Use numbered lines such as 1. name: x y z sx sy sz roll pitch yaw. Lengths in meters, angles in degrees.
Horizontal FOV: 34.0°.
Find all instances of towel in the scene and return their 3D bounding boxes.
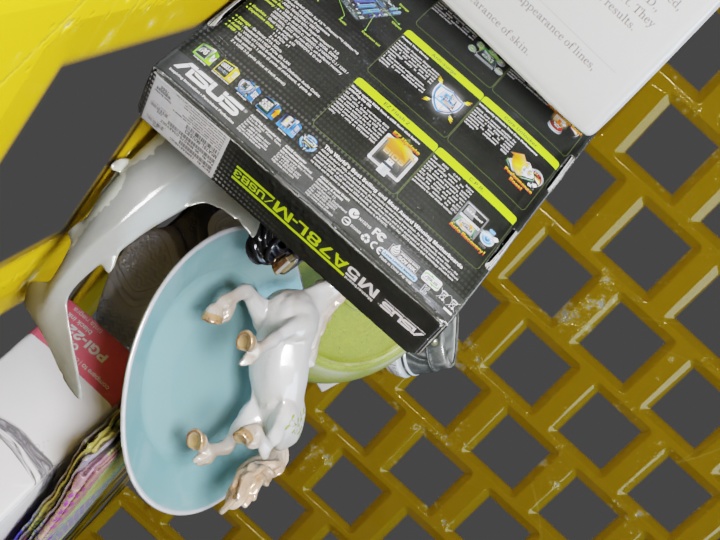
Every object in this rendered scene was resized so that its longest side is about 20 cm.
1. towel: -0.202 0.158 0.814 0.200 0.023 0.144 -50 180 25

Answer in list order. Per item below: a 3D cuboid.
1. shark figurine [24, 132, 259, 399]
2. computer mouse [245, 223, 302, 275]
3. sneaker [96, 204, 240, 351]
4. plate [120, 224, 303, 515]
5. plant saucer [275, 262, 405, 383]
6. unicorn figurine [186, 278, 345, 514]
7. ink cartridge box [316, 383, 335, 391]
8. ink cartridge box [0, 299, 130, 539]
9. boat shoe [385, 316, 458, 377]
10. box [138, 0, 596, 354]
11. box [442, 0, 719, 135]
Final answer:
1. shark figurine: -0.108 -0.032 0.686 0.215 0.089 0.128 -51 179 -24
2. computer mouse: -0.039 -0.100 0.774 0.110 0.043 0.203 -31 131 -67
3. sneaker: -0.124 -0.014 0.917 0.201 0.075 0.114 -51 177 -11
4. plate: -0.102 0.065 0.801 0.200 0.025 0.203 -32 129 -50
5. plant saucer: 0.000 0.000 0.907 0.200 0.200 0.031 -49 -144 -6
6. unicorn figurine: -0.051 0.057 0.802 0.137 0.073 0.202 -7 124 -60
7. ink cartridge box: -0.035 -0.013 1.082 0.087 0.201 0.145 -31 -172 26
8. ink cartridge box: -0.250 0.135 0.800 0.200 0.085 0.146 -51 180 -42
9. boat shoe: 0.069 -0.002 1.031 0.072 0.070 0.203 38 54 -58
10. box: 0.013 -0.086 0.648 0.193 0.200 0.048 -49 179 -37
11. box: 0.124 -0.214 0.687 0.131 0.200 0.199 -46 180 31
